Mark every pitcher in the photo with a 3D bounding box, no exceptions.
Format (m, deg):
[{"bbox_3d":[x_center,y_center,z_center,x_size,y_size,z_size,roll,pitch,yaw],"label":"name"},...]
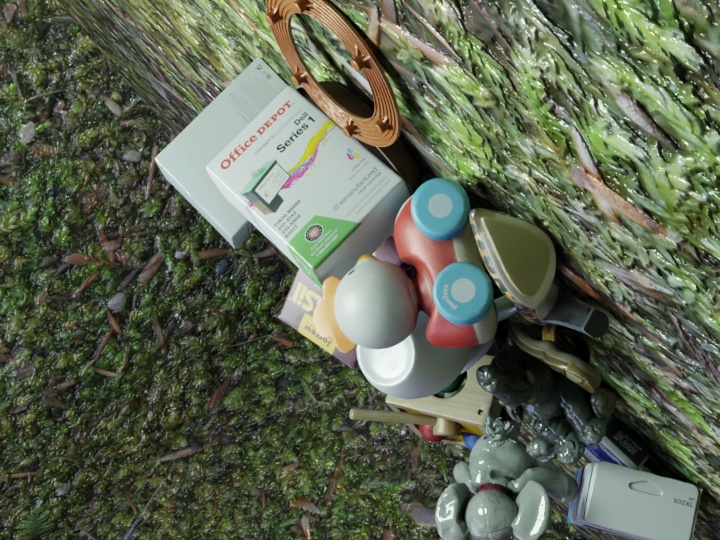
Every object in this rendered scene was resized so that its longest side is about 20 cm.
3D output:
[{"bbox_3d":[0.099,0.077,1.318,0.199,0.171,0.122,-4,-119,-57],"label":"pitcher"}]

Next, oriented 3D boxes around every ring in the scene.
[{"bbox_3d":[-0.033,-0.204,1.110,0.200,0.019,0.201,45,163,18],"label":"ring"}]

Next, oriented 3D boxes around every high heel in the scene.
[{"bbox_3d":[0.152,-0.004,1.119,0.200,0.072,0.142,41,173,-25],"label":"high heel"}]

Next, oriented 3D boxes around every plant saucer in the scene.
[{"bbox_3d":[0.005,-0.153,1.280,0.200,0.034,0.200,44,173,7],"label":"plant saucer"}]

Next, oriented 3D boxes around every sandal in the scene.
[{"bbox_3d":[0.233,0.089,1.256,0.080,0.054,0.200,32,-179,-12],"label":"sandal"}]

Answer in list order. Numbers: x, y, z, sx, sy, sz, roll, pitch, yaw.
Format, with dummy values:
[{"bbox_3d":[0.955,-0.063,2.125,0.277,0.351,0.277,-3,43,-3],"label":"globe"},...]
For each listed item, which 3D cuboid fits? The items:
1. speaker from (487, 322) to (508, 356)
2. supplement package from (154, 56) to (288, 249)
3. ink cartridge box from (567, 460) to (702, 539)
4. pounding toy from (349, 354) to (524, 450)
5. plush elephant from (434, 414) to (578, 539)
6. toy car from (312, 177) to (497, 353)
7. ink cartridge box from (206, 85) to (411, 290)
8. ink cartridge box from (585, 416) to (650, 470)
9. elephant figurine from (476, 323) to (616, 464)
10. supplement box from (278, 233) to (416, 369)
[{"bbox_3d":[0.159,0.075,1.536,0.081,0.081,0.200,41,172,26],"label":"speaker"},{"bbox_3d":[-0.159,-0.159,1.521,0.152,0.200,0.151,45,173,0],"label":"supplement package"},{"bbox_3d":[0.371,0.324,1.496,0.144,0.084,0.200,13,168,8],"label":"ink cartridge box"},{"bbox_3d":[0.117,0.193,1.558,0.183,0.143,0.200,10,159,27],"label":"pounding toy"},{"bbox_3d":[0.188,0.308,1.454,0.163,0.156,0.200,2,146,26],"label":"plush elephant"},{"bbox_3d":[0.038,0.012,1.175,0.184,0.198,0.179,49,-154,-78],"label":"toy car"},{"bbox_3d":[-0.059,-0.095,1.256,0.200,0.145,0.084,42,173,26],"label":"ink cartridge box"},{"bbox_3d":[0.319,0.215,1.579,0.197,0.047,0.200,42,175,10],"label":"ink cartridge box"},{"bbox_3d":[0.217,0.139,1.374,0.200,0.142,0.155,40,160,-15],"label":"elephant figurine"},{"bbox_3d":[0.000,0.000,1.384,0.130,0.201,0.103,31,-157,19],"label":"supplement box"}]
